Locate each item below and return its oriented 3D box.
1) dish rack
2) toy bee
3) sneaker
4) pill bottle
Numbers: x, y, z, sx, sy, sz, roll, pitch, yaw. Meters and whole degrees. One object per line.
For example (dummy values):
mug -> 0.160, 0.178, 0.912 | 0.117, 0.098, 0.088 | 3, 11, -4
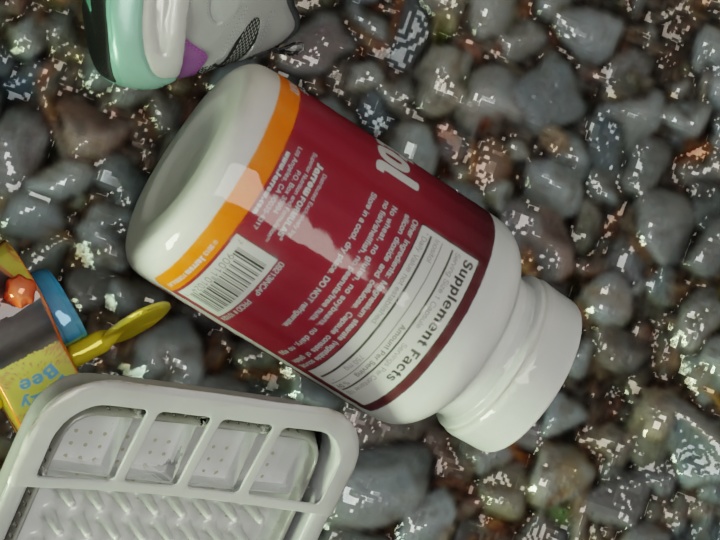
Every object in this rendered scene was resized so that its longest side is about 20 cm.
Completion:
dish rack -> -0.107, 0.131, 0.979 | 0.172, 0.044, 0.200 | 10, 113, -38
toy bee -> -0.162, 0.034, 0.966 | 0.200, 0.109, 0.131 | 43, 83, -16
sneaker -> -0.066, -0.191, 1.002 | 0.140, 0.078, 0.200 | -10, 106, -18
pill bottle -> 0.000, 0.000, 1.011 | 0.200, 0.113, 0.113 | 33, 84, -18
